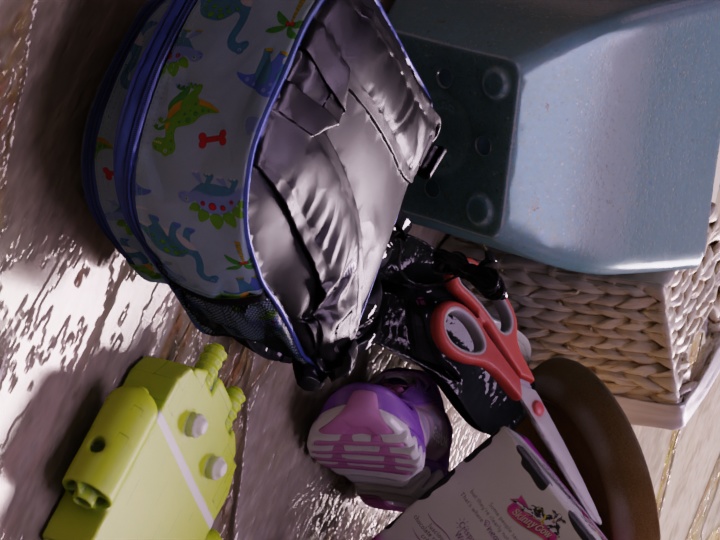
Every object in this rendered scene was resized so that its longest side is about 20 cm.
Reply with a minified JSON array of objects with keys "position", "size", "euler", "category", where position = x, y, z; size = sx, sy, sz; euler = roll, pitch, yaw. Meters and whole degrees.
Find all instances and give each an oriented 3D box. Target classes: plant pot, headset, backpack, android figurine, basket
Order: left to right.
[{"position":[-0.120,0.134,1.392],"size":[0.201,0.041,0.182],"euler":[-61,152,-30],"category":"android figurine"},{"position":[-0.060,-0.067,1.287],"size":[0.200,0.146,0.184],"euler":[65,44,-61],"category":"backpack"},{"position":[0.000,0.000,1.500],"size":[0.199,0.094,0.124],"euler":[-1,114,-48],"category":"headset"},{"position":[0.107,-0.101,1.622],"size":[0.199,0.196,0.197],"euler":[-15,116,-50],"category":"plant pot"},{"position":[0.147,0.162,1.717],"size":[0.027,0.200,0.201],"euler":[-12,119,-24],"category":"plant pot"},{"position":[0.163,0.019,1.798],"size":[0.136,0.199,0.124],"euler":[-51,140,-46],"category":"basket"}]

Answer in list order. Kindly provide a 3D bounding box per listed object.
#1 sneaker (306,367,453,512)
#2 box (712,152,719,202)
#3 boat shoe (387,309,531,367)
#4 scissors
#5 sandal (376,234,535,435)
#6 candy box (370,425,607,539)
[{"position":[0.020,0.103,1.666],"size":[0.200,0.080,0.089],"euler":[56,44,-66],"category":"sneaker"},{"position":[0.214,-0.092,1.937],"size":[0.109,0.127,0.201],"euler":[23,80,-67],"category":"box"},{"position":[0.042,0.028,1.689],"size":[0.200,0.062,0.073],"euler":[36,86,-46],"category":"boat shoe"},{"position":[0.113,0.077,1.614],"size":[0.200,0.014,0.073],"euler":[48,46,-21],"category":"scissors"},{"position":[0.062,0.041,1.628],"size":[0.200,0.048,0.076],"euler":[42,72,-36],"category":"sandal"},{"position":[0.070,0.221,1.644],"size":[0.200,0.137,0.061],"euler":[-41,157,9],"category":"candy box"}]
